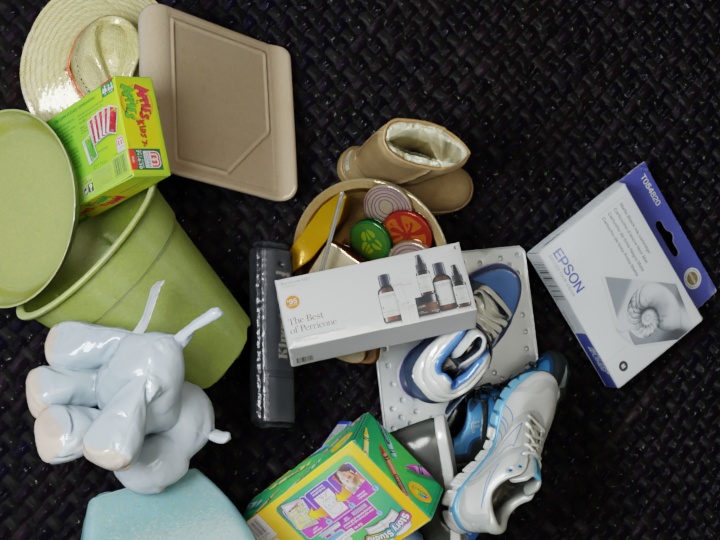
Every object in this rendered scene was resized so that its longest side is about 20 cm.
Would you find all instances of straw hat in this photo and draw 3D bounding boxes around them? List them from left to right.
[{"bbox_3d":[-0.267,-0.223,1.556,0.199,0.085,0.203,2,84,-18],"label":"straw hat"}]

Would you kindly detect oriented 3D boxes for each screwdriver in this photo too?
[{"bbox_3d":[-0.040,0.010,1.557,0.029,0.028,0.201,16,108,-14],"label":"screwdriver"}]

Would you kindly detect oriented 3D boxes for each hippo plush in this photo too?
[{"bbox_3d":[-0.220,0.125,1.417,0.159,0.161,0.201,24,71,30],"label":"hippo plush"}]

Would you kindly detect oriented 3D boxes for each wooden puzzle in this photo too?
[{"bbox_3d":[-0.156,-0.177,1.575,0.199,0.037,0.187,10,69,-43],"label":"wooden puzzle"}]

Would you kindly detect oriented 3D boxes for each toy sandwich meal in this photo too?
[{"bbox_3d":[0.000,0.000,1.588,0.203,0.070,0.207,5,106,19],"label":"toy sandwich meal"}]

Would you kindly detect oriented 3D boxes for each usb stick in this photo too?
[{"bbox_3d":[-0.094,0.069,1.553,0.055,0.032,0.202,8,76,-41],"label":"usb stick"}]

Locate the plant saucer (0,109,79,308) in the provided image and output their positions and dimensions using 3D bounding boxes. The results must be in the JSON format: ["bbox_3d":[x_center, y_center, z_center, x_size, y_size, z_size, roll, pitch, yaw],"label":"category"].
[{"bbox_3d":[-0.352,-0.062,1.481,0.031,0.199,0.202,5,82,-55],"label":"plant saucer"}]

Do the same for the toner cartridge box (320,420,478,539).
[{"bbox_3d":[0.031,0.266,1.628,0.200,0.043,0.095,39,76,-11],"label":"toner cartridge box"}]

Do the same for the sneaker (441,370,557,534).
[{"bbox_3d":[0.170,0.198,1.544,0.075,0.086,0.201,41,69,-31],"label":"sneaker"}]

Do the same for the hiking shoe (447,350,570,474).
[{"bbox_3d":[0.153,0.155,1.631,0.200,0.074,0.087,-46,107,-12],"label":"hiking shoe"}]

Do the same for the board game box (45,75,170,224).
[{"bbox_3d":[-0.276,-0.114,1.478,0.047,0.199,0.102,-3,77,-44],"label":"board game box"}]

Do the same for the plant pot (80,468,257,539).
[{"bbox_3d":[-0.198,0.319,1.477,0.195,0.196,0.201,-15,74,-19],"label":"plant pot"}]

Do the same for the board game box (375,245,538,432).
[{"bbox_3d":[0.107,0.080,1.680,0.198,0.026,0.202,-6,87,-19],"label":"board game box"}]

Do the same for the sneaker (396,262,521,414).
[{"bbox_3d":[0.130,0.067,1.597,0.081,0.146,0.200,47,74,-9],"label":"sneaker"}]

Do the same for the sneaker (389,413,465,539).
[{"bbox_3d":[0.060,0.256,1.587,0.098,0.071,0.202,-8,105,7],"label":"sneaker"}]

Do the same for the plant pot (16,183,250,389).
[{"bbox_3d":[-0.218,0.033,1.509,0.190,0.200,0.200,44,74,-22],"label":"plant pot"}]

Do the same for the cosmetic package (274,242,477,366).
[{"bbox_3d":[0.016,0.034,1.514,0.198,0.051,0.083,-12,63,-4],"label":"cosmetic package"}]

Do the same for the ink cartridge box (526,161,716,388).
[{"bbox_3d":[0.324,0.004,1.738,0.200,0.041,0.200,-38,104,-17],"label":"ink cartridge box"}]

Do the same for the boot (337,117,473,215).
[{"bbox_3d":[0.074,-0.111,1.595,0.174,0.200,0.067,8,83,-17],"label":"boot"}]

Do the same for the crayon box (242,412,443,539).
[{"bbox_3d":[-0.025,0.254,1.539,0.119,0.200,0.058,45,30,-9],"label":"crayon box"}]
